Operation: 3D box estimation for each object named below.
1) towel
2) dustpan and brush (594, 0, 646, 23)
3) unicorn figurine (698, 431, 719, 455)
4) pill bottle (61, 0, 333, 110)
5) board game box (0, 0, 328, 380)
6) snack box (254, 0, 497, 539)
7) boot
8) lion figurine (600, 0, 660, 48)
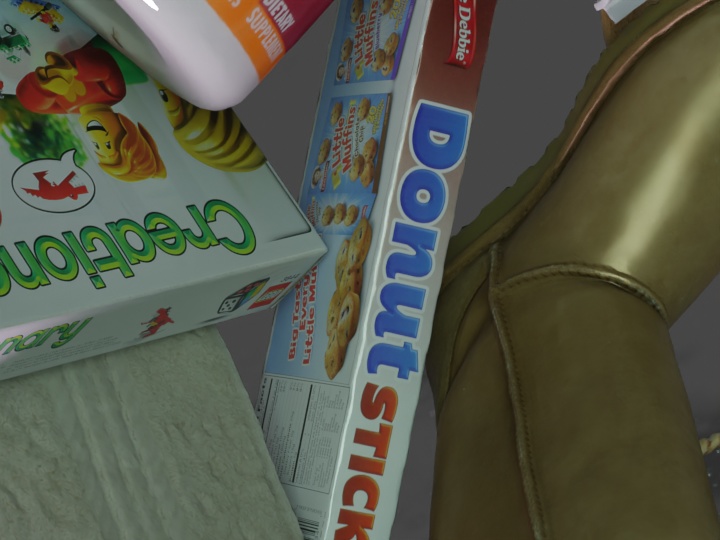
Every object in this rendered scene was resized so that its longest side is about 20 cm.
[{"bbox_3d":[-0.088,0.037,0.805,0.034,0.132,0.201,-46,53,34],"label":"towel"},{"bbox_3d":[0.097,-0.177,0.759,0.139,0.057,0.201,-35,119,-25],"label":"dustpan and brush"},{"bbox_3d":[0.046,0.134,0.837,0.200,0.137,0.074,-47,124,9],"label":"unicorn figurine"},{"bbox_3d":[-0.010,-0.150,0.798,0.110,0.110,0.200,42,83,0],"label":"pill bottle"},{"bbox_3d":[-0.108,-0.032,0.792,0.035,0.200,0.127,-44,74,32],"label":"board game box"},{"bbox_3d":[0.000,0.000,0.857,0.024,0.072,0.201,13,86,-22],"label":"snack box"},{"bbox_3d":[0.078,0.032,0.779,0.066,0.200,0.175,29,120,-20],"label":"boot"},{"bbox_3d":[0.109,-0.117,0.867,0.122,0.072,0.201,15,79,-16],"label":"lion figurine"}]
